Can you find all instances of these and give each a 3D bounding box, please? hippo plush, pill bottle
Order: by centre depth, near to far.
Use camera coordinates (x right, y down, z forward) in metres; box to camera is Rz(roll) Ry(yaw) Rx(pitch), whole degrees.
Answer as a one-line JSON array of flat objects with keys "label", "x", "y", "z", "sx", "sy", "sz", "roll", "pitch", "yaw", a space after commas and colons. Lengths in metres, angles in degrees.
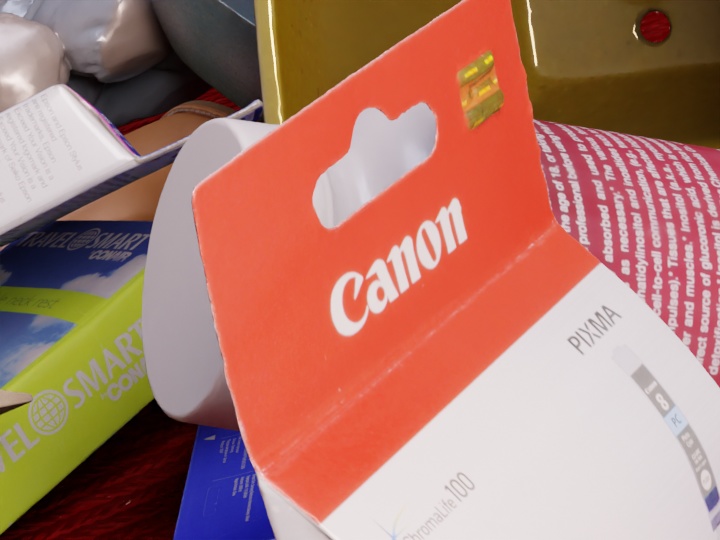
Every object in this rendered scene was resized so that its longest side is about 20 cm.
[{"label": "pill bottle", "x": 0.045, "y": 0.012, "z": 0.828, "sx": 0.199, "sy": 0.113, "sz": 0.113, "roll": 8, "pitch": 7, "yaw": -24}, {"label": "hippo plush", "x": -0.161, "y": -0.140, "z": 1.400, "sx": 0.159, "sy": 0.161, "sz": 0.200, "roll": -24, "pitch": -11, "yaw": -23}]

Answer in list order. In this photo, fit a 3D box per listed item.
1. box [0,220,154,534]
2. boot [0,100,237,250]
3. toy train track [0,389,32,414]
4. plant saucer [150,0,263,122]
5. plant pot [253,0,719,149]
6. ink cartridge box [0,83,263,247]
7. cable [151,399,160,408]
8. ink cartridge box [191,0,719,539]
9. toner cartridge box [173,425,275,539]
[{"label": "box", "x": -0.132, "y": 0.043, "z": 1.041, "sx": 0.200, "sy": 0.048, "sz": 0.122, "roll": -41, "pitch": 24, "yaw": -27}, {"label": "boot", "x": -0.133, "y": -0.008, "z": 1.259, "sx": 0.200, "sy": 0.074, "sz": 0.155, "roll": -5, "pitch": 22, "yaw": 45}, {"label": "toy train track", "x": -0.186, "y": 0.049, "z": 0.932, "sx": 0.115, "sy": 0.033, "sz": 0.200, "roll": -9, "pitch": -10, "yaw": -43}, {"label": "plant saucer", "x": -0.026, "y": -0.082, "z": 1.283, "sx": 0.039, "sy": 0.201, "sz": 0.201, "roll": -56, "pitch": 16, "yaw": 8}, {"label": "plant pot", "x": 0.083, "y": -0.126, "z": 1.079, "sx": 0.194, "sy": 0.196, "sz": 0.200, "roll": -6, "pitch": 1, "yaw": 22}, {"label": "ink cartridge box", "x": -0.132, "y": -0.027, "z": 1.002, "sx": 0.200, "sy": 0.043, "sz": 0.196, "roll": -28, "pitch": 3, "yaw": -3}, {"label": "cable", "x": 0.000, "y": 0.000, "z": 1.154, "sx": 0.199, "sy": 0.051, "sz": 0.163, "roll": -22, "pitch": 12, "yaw": -3}, {"label": "ink cartridge box", "x": 0.040, "y": 0.044, "z": 0.699, "sx": 0.047, "sy": 0.201, "sz": 0.160, "roll": -3, "pitch": 21, "yaw": 32}, {"label": "toner cartridge box", "x": -0.005, "y": 0.064, "z": 0.947, "sx": 0.095, "sy": 0.043, "sz": 0.200, "roll": -12, "pitch": 17, "yaw": 6}]
